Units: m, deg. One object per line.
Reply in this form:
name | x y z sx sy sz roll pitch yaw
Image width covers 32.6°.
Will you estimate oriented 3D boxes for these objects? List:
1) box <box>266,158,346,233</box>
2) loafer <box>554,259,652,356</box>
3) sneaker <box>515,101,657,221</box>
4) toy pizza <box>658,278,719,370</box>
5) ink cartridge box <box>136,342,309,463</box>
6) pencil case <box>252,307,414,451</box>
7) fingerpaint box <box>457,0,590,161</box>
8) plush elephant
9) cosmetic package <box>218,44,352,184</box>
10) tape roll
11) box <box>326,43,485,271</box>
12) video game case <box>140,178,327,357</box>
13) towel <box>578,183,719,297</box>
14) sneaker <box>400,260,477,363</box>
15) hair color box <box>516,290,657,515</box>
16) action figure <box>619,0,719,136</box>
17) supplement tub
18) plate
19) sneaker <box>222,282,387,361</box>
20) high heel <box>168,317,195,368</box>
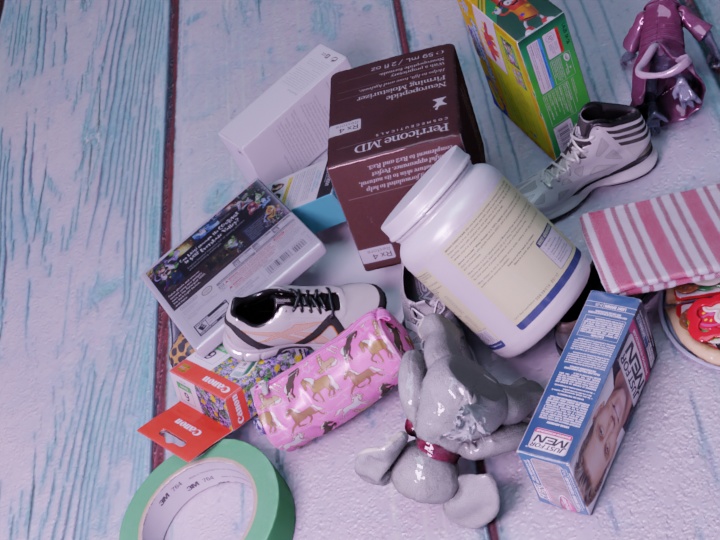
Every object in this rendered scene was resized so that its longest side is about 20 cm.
box | -0.095 -0.080 1.616 0.198 0.049 0.083 -20 38 31
loafer | 0.278 0.011 1.355 0.071 0.063 0.201 20 63 38
sneaker | 0.249 -0.139 1.469 0.198 0.116 0.076 -25 43 6
toy pizza | 0.411 0.020 1.297 0.198 0.032 0.202 -16 45 16
ink cartridge box | -0.163 0.134 1.453 0.108 0.051 0.199 20 44 41
pencil case | -0.029 0.122 1.375 0.199 0.086 0.084 -33 57 18
fingerpaint box | 0.209 -0.262 1.541 0.073 0.201 0.167 -32 43 -4
plush elephant | 0.087 0.172 1.268 0.156 0.164 0.200 -57 0 22
cosmetic package | -0.090 -0.210 1.731 0.200 0.102 0.071 -42 44 -13
tape roll | -0.171 0.284 1.365 0.198 0.048 0.202 -16 46 17
box | 0.060 -0.138 1.491 0.164 0.165 0.201 -13 39 11
video game case | -0.160 -0.008 1.531 0.199 0.023 0.182 -41 44 -6
towel | 0.344 -0.031 1.321 0.197 0.030 0.147 -12 35 4
sneaker | 0.076 0.065 1.388 0.074 0.082 0.202 -22 60 7
hair color box | 0.232 0.131 1.244 0.060 0.100 0.201 11 58 34
action figure | 0.363 -0.276 1.518 0.132 0.149 0.203 -10 61 29
supplement tub | 0.134 -0.022 1.334 0.145 0.200 0.145 -46 5 6
plate | 0.000 0.000 1.540 0.197 0.032 0.201 6 54 31
sneaker | -0.064 0.051 1.423 0.197 0.080 0.074 -14 56 -9
high heel | -0.158 0.053 1.548 0.199 0.071 0.143 -34 40 15
